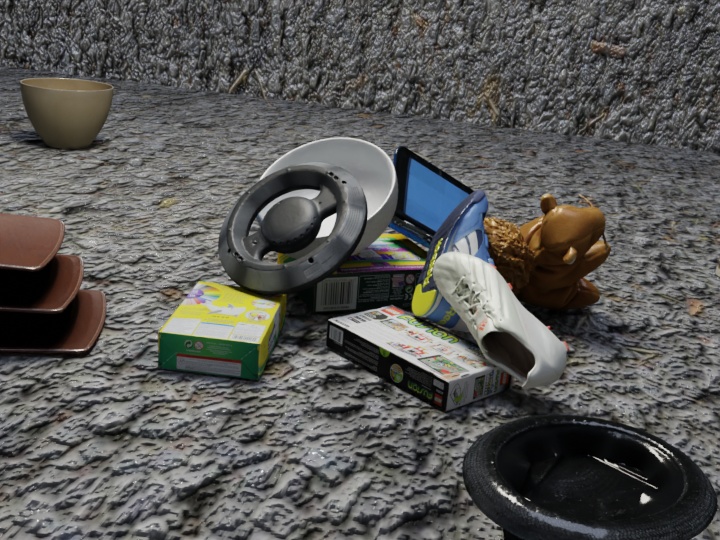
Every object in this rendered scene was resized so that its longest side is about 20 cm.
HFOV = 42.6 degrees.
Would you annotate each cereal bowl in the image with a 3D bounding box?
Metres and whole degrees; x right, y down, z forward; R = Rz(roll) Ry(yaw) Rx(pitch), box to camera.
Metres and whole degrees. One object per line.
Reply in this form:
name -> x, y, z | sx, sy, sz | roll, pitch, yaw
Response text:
cereal bowl -> -0.041, -0.084, 1.245 | 0.196, 0.084, 0.202 | -9, 45, 9

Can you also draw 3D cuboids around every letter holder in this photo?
letter holder -> -0.364, 0.013, 1.063 | 0.139, 0.103, 0.200 | 4, 17, -12

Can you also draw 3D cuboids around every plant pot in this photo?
plant pot -> -0.650, -0.345, 2.047 | 0.196, 0.137, 0.201 | 6, 17, -2

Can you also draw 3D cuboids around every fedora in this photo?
fedora -> 0.165, 0.186, 0.693 | 0.196, 0.094, 0.201 | 5, 17, -2

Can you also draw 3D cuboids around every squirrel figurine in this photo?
squirrel figurine -> 0.236, -0.022, 1.227 | 0.196, 0.144, 0.187 | -13, -13, -4

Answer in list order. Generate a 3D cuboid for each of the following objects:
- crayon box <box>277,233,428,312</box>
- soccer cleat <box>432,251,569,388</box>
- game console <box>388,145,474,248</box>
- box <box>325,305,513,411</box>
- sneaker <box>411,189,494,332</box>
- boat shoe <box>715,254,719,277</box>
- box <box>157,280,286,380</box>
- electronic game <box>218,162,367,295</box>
crayon box -> 0.000, 0.000, 1.292 | 0.196, 0.060, 0.172 | -2, 18, -22
soccer cleat -> 0.142, 0.049, 1.012 | 0.077, 0.070, 0.200 | -15, 49, -41
game console -> 0.140, -0.078, 1.370 | 0.198, 0.120, 0.170 | 24, 4, -38
box -> 0.063, 0.094, 1.051 | 0.109, 0.035, 0.198 | -9, 23, -40
sneaker -> 0.128, -0.010, 1.153 | 0.081, 0.202, 0.074 | 30, -31, -11
boat shoe -> 0.671, 0.004, 1.495 | 0.071, 0.061, 0.199 | -6, 21, -35
box -> -0.153, 0.061, 1.070 | 0.115, 0.049, 0.200 | 7, 20, 4
electronic game -> -0.085, -0.055, 1.144 | 0.196, 0.042, 0.203 | -12, 50, 14
